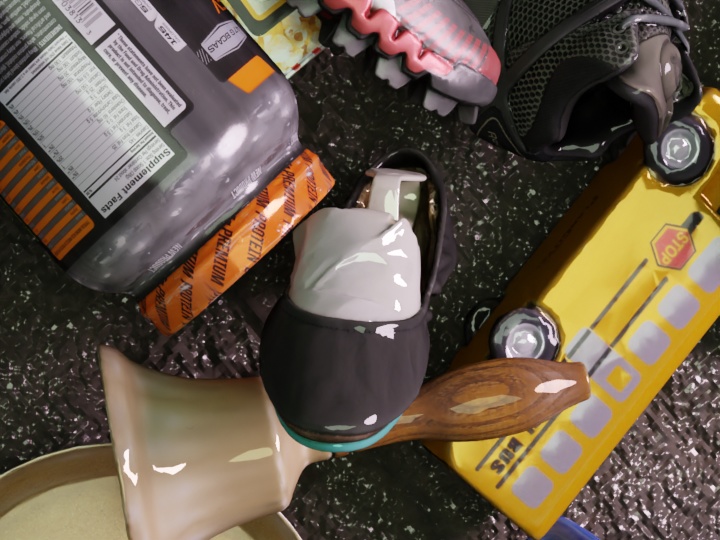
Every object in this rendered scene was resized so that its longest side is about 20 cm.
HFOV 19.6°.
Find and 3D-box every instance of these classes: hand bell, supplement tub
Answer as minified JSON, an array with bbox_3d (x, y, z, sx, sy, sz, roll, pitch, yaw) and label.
[{"bbox_3d":[-0.003,0.064,0.861,0.198,0.104,0.105,-11,95,-7],"label":"hand bell"},{"bbox_3d":[-0.110,-0.079,0.849,0.122,0.123,0.200,-42,95,-4],"label":"supplement tub"}]

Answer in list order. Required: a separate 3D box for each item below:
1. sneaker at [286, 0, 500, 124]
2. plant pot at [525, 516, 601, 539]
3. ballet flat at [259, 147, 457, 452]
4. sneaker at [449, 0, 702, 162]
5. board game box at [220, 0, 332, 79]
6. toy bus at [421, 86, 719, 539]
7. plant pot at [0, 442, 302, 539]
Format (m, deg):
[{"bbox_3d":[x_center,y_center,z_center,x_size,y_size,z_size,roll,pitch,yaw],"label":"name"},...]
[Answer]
[{"bbox_3d":[-0.006,-0.149,0.845,0.200,0.071,0.098,43,88,-8],"label":"sneaker"},{"bbox_3d":[0.102,0.255,0.868,0.200,0.200,0.180,-43,114,-6],"label":"plant pot"},{"bbox_3d":[0.000,0.000,0.843,0.067,0.200,0.069,6,113,6],"label":"ballet flat"},{"bbox_3d":[0.119,-0.130,0.880,0.200,0.114,0.076,-56,144,6],"label":"sneaker"},{"bbox_3d":[-0.041,-0.202,0.896,0.151,0.046,0.201,-37,98,-5],"label":"board game box"},{"bbox_3d":[0.108,0.015,0.924,0.078,0.065,0.200,39,87,-9],"label":"toy bus"},{"bbox_3d":[-0.109,0.174,0.919,0.198,0.027,0.202,0,93,-9],"label":"plant pot"}]
